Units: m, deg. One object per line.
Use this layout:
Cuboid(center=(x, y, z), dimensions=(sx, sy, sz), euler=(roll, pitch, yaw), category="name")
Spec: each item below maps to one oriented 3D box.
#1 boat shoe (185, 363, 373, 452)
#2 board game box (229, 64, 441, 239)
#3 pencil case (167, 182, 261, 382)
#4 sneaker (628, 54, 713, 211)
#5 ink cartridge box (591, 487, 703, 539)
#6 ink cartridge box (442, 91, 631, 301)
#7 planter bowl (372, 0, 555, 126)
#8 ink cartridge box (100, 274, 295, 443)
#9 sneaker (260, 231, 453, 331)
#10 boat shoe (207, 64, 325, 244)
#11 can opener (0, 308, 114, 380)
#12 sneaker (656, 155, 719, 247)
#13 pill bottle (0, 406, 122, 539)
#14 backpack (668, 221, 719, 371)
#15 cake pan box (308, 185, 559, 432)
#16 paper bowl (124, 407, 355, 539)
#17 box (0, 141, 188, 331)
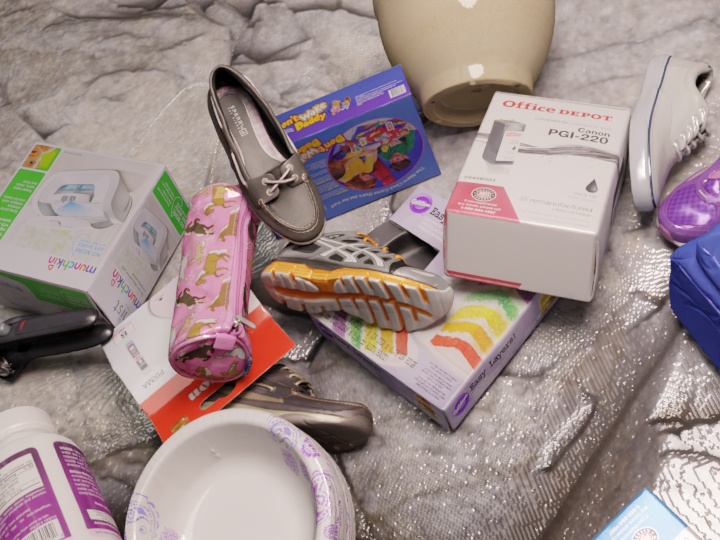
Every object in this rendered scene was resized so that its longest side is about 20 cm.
Cuboid(center=(-0.080, 0.126, 1.051), dimensions=(0.196, 0.075, 0.074), euler=(2, 59, 20), category="boat shoe")
Cuboid(center=(-0.026, -0.122, 1.152), dimensions=(0.197, 0.135, 0.045), euler=(-21, 53, 6), category="board game box")
Cuboid(center=(-0.138, 0.008, 1.057), dimensions=(0.085, 0.083, 0.202), euler=(-6, 51, 6), category="pencil case")
Cuboid(center=(0.308, -0.143, 1.071), dimensions=(0.070, 0.073, 0.202), euler=(3, 53, 25), category="sneaker")
Cuboid(center=(0.241, 0.292, 0.817), dimensions=(0.145, 0.084, 0.200), euler=(-40, 54, -8), category="ink cartridge box")
Cuboid(center=(0.173, -0.077, 1.039), dimensions=(0.143, 0.086, 0.201), euler=(10, 43, 16), category="ink cartridge box")
Cuboid(center=(0.116, -0.237, 1.149), dimensions=(0.197, 0.200, 0.137), euler=(-10, 73, 14), category="planter bowl")
Cuboid(center=(-0.170, 0.071, 1.095), dimensions=(0.162, 0.057, 0.200), euler=(-40, 27, -7), category="ink cartridge box")
Cuboid(center=(0.000, 0.000, 1.043), dimensions=(0.197, 0.079, 0.078), euler=(11, 54, 25), category="sneaker")
Cuboid(center=(-0.098, -0.115, 1.058), dimensions=(0.066, 0.057, 0.202), euler=(-29, 69, -6), category="boat shoe")
Cuboid(center=(-0.350, 0.070, 1.172), dimensions=(0.198, 0.063, 0.080), euler=(-13, 55, 34), category="can opener")
Cuboid(center=(0.365, -0.098, 1.020), dimensions=(0.198, 0.089, 0.081), euler=(-31, 54, 1), category="sneaker")
Cuboid(center=(-0.305, 0.231, 1.045), dimensions=(0.112, 0.113, 0.201), euler=(-35, 53, -4), category="pill bottle")
Cuboid(center=(0.383, 0.001, 0.903), dimensions=(0.198, 0.168, 0.164), euler=(-29, 60, -4), category="backpack")
Cuboid(center=(0.072, 0.029, 1.072), dimensions=(0.199, 0.053, 0.184), euler=(34, 73, 34), category="cake pan box")
Cuboid(center=(-0.099, 0.232, 0.960), dimensions=(0.197, 0.104, 0.204), euler=(-8, 66, 18), category="paper bowl")
Cuboid(center=(-0.320, -0.037, 1.230), dimensions=(0.197, 0.097, 0.178), euler=(12, 59, 27), category="box")
